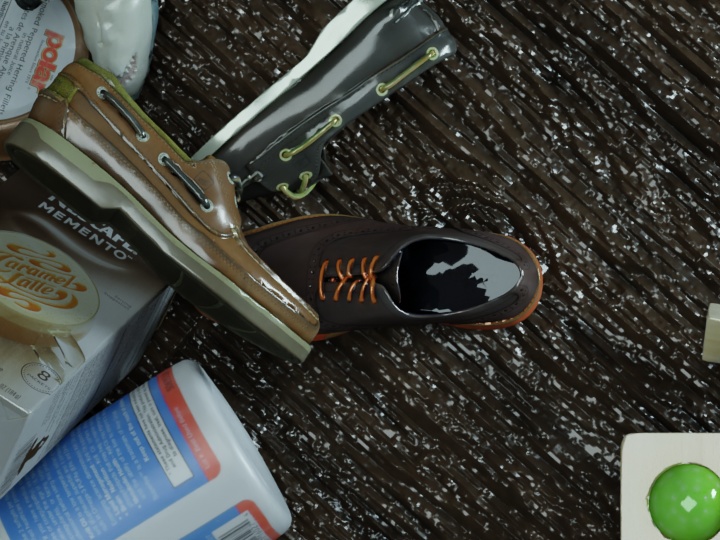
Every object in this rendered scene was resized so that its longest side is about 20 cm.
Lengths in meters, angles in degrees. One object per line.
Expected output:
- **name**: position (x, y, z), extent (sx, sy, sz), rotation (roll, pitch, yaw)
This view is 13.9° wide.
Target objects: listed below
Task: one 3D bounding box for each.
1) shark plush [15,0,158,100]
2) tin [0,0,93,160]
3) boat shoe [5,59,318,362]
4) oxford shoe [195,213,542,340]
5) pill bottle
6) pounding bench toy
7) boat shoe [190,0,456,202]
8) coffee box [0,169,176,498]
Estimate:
- **shark plush**: position (-0.142, -0.199, 1.669), extent (0.090, 0.083, 0.201), rotation (-16, 62, 14)
- **tin**: position (-0.247, -0.131, 1.677), extent (0.199, 0.042, 0.112), rotation (16, 71, 7)
- **boat shoe**: position (-0.092, -0.033, 1.582), extent (0.200, 0.072, 0.068), rotation (40, 75, -15)
- **oxford shoe**: position (0.000, 0.000, 1.640), extent (0.199, 0.073, 0.072), rotation (-3, 85, 6)
- **pill bottle**: position (-0.148, 0.145, 1.622), extent (0.199, 0.112, 0.113), rotation (-31, 83, 0)
- **pounding bench toy**: position (0.200, 0.113, 1.568), extent (0.123, 0.156, 0.201), rotation (-1, 85, 6)
- **boat shoe**: position (-0.034, -0.078, 1.650), extent (0.201, 0.072, 0.061), rotation (-44, 89, 6)
- **coffee box**: position (-0.192, 0.033, 1.590), extent (0.114, 0.200, 0.080), rotation (32, 121, 6)
